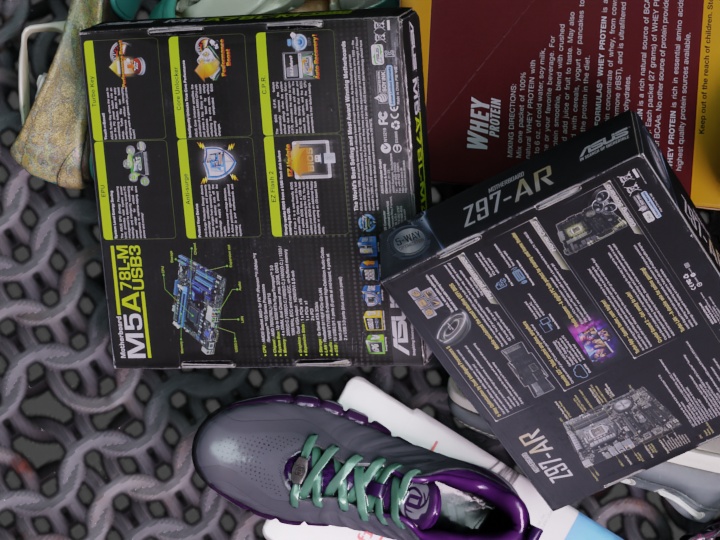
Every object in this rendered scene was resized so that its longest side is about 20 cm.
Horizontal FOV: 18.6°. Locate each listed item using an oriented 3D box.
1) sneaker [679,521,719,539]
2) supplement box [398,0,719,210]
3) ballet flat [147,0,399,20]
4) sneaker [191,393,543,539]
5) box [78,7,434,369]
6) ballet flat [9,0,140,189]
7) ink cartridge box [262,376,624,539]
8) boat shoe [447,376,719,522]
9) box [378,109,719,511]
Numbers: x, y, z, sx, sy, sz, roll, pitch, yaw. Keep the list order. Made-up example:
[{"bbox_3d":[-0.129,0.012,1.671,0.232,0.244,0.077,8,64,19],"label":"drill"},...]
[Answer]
[{"bbox_3d":[0.230,0.174,1.328,0.074,0.081,0.201,34,99,-4],"label":"sneaker"},{"bbox_3d":[0.135,-0.146,1.264,0.198,0.133,0.199,6,98,22],"label":"supplement box"},{"bbox_3d":[-0.034,-0.169,1.324,0.199,0.070,0.068,-22,90,-12],"label":"ballet flat"},{"bbox_3d":[0.005,0.115,1.236,0.198,0.088,0.075,14,84,-9],"label":"sneaker"},{"bbox_3d":[-0.056,-0.044,1.249,0.191,0.048,0.202,-1,103,17],"label":"box"},{"bbox_3d":[-0.165,-0.150,1.304,0.070,0.071,0.202,14,84,-10],"label":"ballet flat"},{"bbox_3d":[0.045,0.161,1.319,0.199,0.067,0.116,33,81,-7],"label":"ink cartridge box"},{"bbox_3d":[0.141,0.109,1.339,0.198,0.073,0.062,14,118,-13],"label":"boat shoe"},{"bbox_3d":[0.127,0.027,1.205,0.159,0.044,0.200,-26,124,18],"label":"box"}]
